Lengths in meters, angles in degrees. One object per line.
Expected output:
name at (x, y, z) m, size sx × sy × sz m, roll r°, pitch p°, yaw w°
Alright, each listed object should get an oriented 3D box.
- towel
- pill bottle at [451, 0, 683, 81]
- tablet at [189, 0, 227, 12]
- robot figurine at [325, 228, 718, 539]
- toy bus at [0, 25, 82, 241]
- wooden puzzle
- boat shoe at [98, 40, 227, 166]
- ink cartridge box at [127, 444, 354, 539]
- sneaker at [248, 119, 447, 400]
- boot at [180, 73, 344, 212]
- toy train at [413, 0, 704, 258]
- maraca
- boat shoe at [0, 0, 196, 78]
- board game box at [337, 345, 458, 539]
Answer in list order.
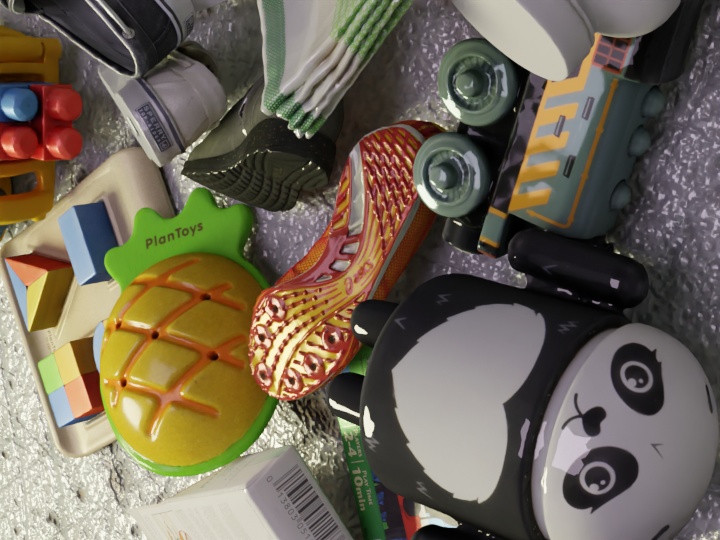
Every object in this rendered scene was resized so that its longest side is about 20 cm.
towel at (0.008, -0.177, 0.665) m, size 0.200 × 0.031 × 0.150 m, roll -51°, pitch 33°, yaw 34°
pill bottle at (0.126, -0.185, 0.636) m, size 0.112 × 0.112 × 0.200 m, roll 38°, pitch 84°, yaw 31°
tablet at (-0.048, -0.234, 0.821) m, size 0.199 × 0.014 × 0.131 m, roll -16°, pitch 120°, yaw 21°
robot figurine at (0.079, 0.071, 0.715) m, size 0.199 × 0.125 × 0.151 m, roll 16°, pitch 123°, yaw 37°
toy bus at (-0.285, -0.089, 1.065) m, size 0.191 × 0.135 × 0.202 m, roll 15°, pitch 106°, yaw 36°
wooden puzzle at (-0.200, 0.030, 1.061) m, size 0.199 × 0.046 × 0.186 m, roll -28°, pitch 77°, yaw 41°
boat shoe at (-0.124, -0.117, 0.932) m, size 0.071 × 0.070 × 0.200 m, roll 61°, pitch 173°, yaw -15°
ink cartridge box at (-0.060, 0.202, 0.939) m, size 0.161 × 0.050 × 0.200 m, roll 57°, pitch 150°, yaw -7°
sneaker at (0.000, 0.000, 0.853) m, size 0.073 × 0.077 × 0.200 m, roll 43°, pitch 115°, yaw 18°
boot at (-0.045, -0.112, 0.890) m, size 0.200 × 0.067 × 0.131 m, roll -10°, pitch 60°, yaw 66°
toy train at (0.103, -0.091, 0.751) m, size 0.114 × 0.085 × 0.201 m, roll 26°, pitch 114°, yaw 26°
maraca at (-0.115, 0.039, 0.947) m, size 0.136 × 0.107 × 0.201 m, roll -17°, pitch 63°, yaw 12°
boat shoe at (-0.197, -0.188, 0.865) m, size 0.200 × 0.068 × 0.072 m, roll 38°, pitch 149°, yaw 1°
board game box at (0.072, 0.098, 0.833) m, size 0.199 × 0.036 × 0.152 m, roll -16°, pitch 85°, yaw 41°
